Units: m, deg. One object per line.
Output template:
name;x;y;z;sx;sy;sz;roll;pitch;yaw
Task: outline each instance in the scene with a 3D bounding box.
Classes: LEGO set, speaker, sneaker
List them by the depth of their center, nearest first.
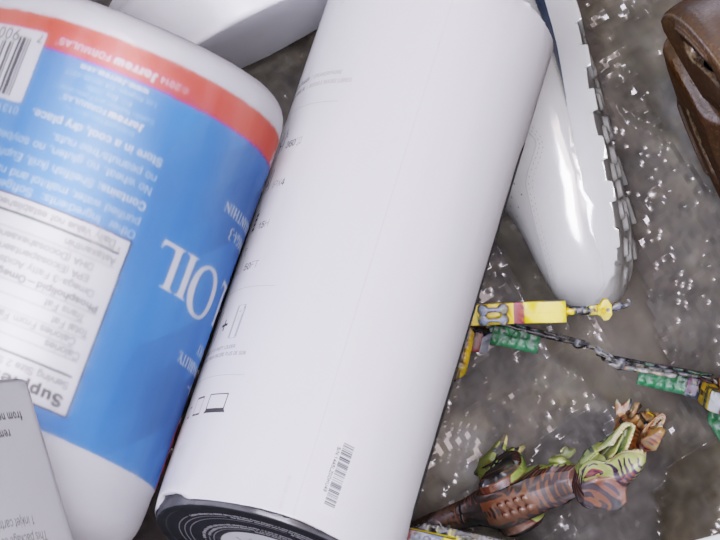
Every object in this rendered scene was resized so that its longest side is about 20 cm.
speaker;0.000;0.000;0.960;0.081;0.081;0.201;19;68;-3
LEGO set;0.075;0.085;1.002;0.199;0.116;0.155;21;95;-7
sneaker;0.044;-0.076;1.068;0.080;0.076;0.201;-18;79;3

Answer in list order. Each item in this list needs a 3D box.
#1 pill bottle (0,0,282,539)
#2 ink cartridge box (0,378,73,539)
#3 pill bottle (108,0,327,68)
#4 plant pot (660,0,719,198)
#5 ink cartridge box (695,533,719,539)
pill bottle;-0.106;0.023;0.927;0.112;0.112;0.201;20;81;-3
ink cartridge box;-0.141;0.148;0.824;0.144;0.084;0.201;-19;84;20
pill bottle;-0.079;-0.171;1.038;0.119;0.120;0.201;-25;84;-9
plant pot;0.222;-0.067;1.025;0.197;0.200;0.201;-27;85;-2
ink cartridge box;0.070;0.173;0.965;0.199;0.050;0.161;-15;127;20
